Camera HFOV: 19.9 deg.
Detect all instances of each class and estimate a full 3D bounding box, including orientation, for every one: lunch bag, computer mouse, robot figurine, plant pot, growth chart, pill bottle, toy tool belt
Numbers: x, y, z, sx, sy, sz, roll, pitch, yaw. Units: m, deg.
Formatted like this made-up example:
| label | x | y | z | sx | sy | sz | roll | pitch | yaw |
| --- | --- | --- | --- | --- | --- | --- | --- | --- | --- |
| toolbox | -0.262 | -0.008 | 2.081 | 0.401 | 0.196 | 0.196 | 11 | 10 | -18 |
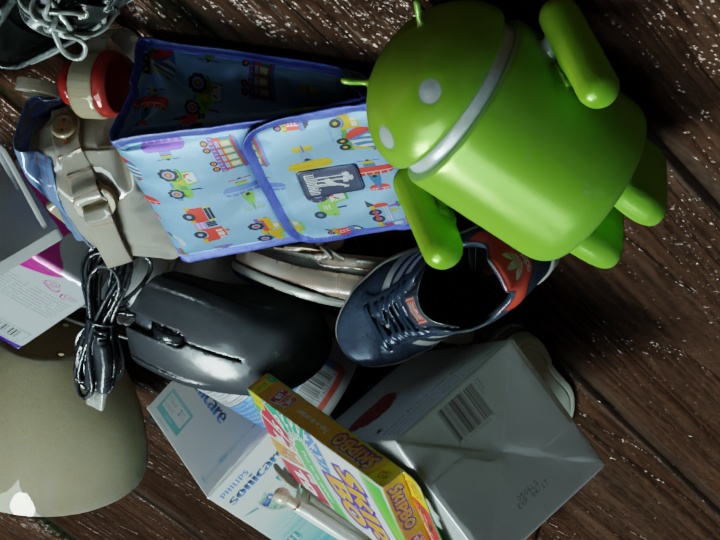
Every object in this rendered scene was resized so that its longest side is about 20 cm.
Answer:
| label | x | y | z | sx | sy | sz | roll | pitch | yaw |
| --- | --- | --- | --- | --- | --- | --- | --- | --- | --- |
| lunch bag | -0.048 | -0.083 | 1.415 | 0.200 | 0.094 | 0.151 | 0 | 147 | 18 |
| computer mouse | -0.121 | 0.057 | 1.575 | 0.200 | 0.053 | 0.139 | 7 | 116 | -5 |
| robot figurine | 0.090 | -0.084 | 1.234 | 0.200 | 0.116 | 0.175 | 33 | 126 | -15 |
| plant pot | -0.295 | 0.118 | 1.911 | 0.200 | 0.200 | 0.135 | 15 | 118 | 17 |
| growth chart | -0.008 | 0.185 | 1.687 | 0.145 | 0.018 | 0.200 | 36 | -166 | -2 |
| pill bottle | -0.109 | 0.046 | 1.663 | 0.200 | 0.112 | 0.112 | 33 | 153 | -17 |
| toy tool belt | -0.202 | -0.087 | 1.475 | 0.123 | 0.125 | 0.200 | 3 | 149 | 20 |

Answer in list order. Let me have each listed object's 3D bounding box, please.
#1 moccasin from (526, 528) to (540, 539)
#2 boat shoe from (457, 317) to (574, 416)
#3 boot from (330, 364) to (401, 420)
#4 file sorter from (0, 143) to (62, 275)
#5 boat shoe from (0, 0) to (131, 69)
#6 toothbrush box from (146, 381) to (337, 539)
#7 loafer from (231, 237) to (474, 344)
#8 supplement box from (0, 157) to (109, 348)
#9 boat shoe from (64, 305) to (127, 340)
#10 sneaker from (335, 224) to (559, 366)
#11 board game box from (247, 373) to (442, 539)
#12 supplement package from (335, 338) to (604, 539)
| label | x | y | z | sx | sy | sz | roll | pitch | yaw |
| --- | --- | --- | --- | --- | --- | --- | --- | --- | --- |
| moccasin | 0.130 | 0.246 | 1.854 | 0.074 | 0.078 | 0.201 | 19 | 175 | -2 |
| boat shoe | 0.120 | 0.094 | 1.633 | 0.062 | 0.073 | 0.200 | 38 | 165 | 31 |
| boot | 0.064 | 0.142 | 1.761 | 0.204 | 0.074 | 0.154 | 33 | 159 | -26 |
| file sorter | -0.333 | -0.084 | 1.470 | 0.200 | 0.139 | 0.125 | 52 | 169 | 36 |
| boat shoe | -0.195 | -0.180 | 1.346 | 0.074 | 0.068 | 0.199 | 37 | 151 | -27 |
| toothbrush box | -0.075 | 0.174 | 1.822 | 0.200 | 0.085 | 0.146 | 41 | -175 | -42 |
| loafer | 0.000 | 0.000 | 1.559 | 0.200 | 0.063 | 0.072 | 18 | -173 | 19 |
| supplement box | -0.270 | -0.021 | 1.681 | 0.101 | 0.103 | 0.200 | 33 | 154 | -17 |
| boat shoe | -0.164 | 0.048 | 1.772 | 0.201 | 0.061 | 0.072 | 21 | 155 | 6 |
| sneaker | 0.045 | 0.022 | 1.449 | 0.200 | 0.085 | 0.075 | -33 | 93 | 37 |
| board game box | -0.008 | 0.152 | 1.507 | 0.200 | 0.030 | 0.096 | 28 | 149 | 48 |
| supplement package | 0.067 | 0.137 | 1.533 | 0.120 | 0.121 | 0.200 | 53 | 161 | -8 |
